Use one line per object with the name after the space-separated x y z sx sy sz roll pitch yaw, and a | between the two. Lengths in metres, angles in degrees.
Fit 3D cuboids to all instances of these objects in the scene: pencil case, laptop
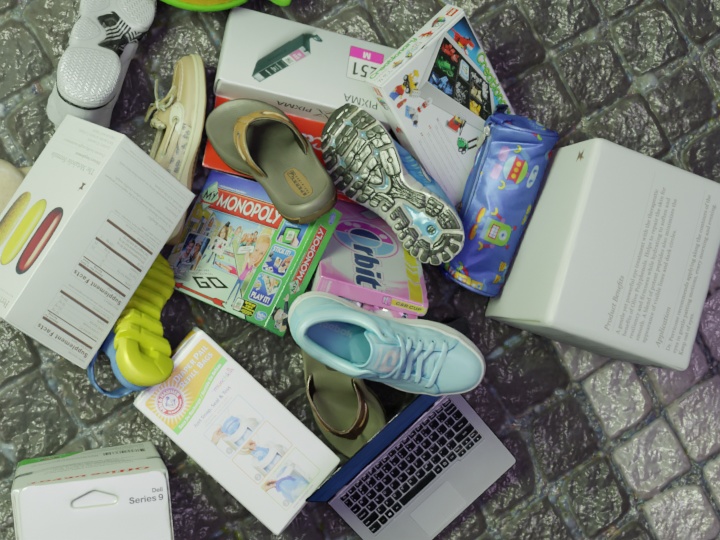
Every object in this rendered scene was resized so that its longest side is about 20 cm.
0.145 -0.074 1.359 0.086 0.078 0.202 13 104 -23 | pencil case
0.059 0.218 1.313 0.187 0.116 0.200 -41 111 -1 | laptop

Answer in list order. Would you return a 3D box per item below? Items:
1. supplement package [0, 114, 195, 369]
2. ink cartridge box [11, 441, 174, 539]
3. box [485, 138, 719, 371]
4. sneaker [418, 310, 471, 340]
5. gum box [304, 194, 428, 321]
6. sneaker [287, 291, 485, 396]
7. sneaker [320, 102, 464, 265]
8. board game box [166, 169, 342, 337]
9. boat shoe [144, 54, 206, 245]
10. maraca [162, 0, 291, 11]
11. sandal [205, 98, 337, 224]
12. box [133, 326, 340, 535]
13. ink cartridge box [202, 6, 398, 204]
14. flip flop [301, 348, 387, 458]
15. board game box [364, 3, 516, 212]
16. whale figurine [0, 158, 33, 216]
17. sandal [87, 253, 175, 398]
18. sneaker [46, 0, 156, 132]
-0.273 -0.029 1.207 0.109 0.113 0.201 41 76 -44 | supplement package
-0.263 0.229 1.228 0.144 0.200 0.085 -6 91 -13 | ink cartridge box
0.263 -0.015 1.357 0.169 0.200 0.202 18 86 -14 | box
0.033 0.073 1.374 0.198 0.074 0.086 13 80 -21 | sneaker
0.000 0.000 1.294 0.112 0.201 0.067 14 119 -12 | gum box
0.025 0.081 1.176 0.197 0.082 0.075 15 106 -5 | sneaker
0.035 -0.088 1.314 0.078 0.090 0.201 -41 83 14 | sneaker
-0.117 -0.022 1.277 0.029 0.199 0.136 31 81 -42 | board game box
-0.203 -0.130 1.316 0.062 0.073 0.203 10 87 -15 | boat shoe
-0.149 -0.336 1.317 0.197 0.107 0.139 -1 80 -19 | maraca
-0.092 -0.119 1.233 0.081 0.200 0.055 -33 139 -6 | sandal
-0.131 0.162 1.305 0.200 0.112 0.102 44 82 -8 | box
-0.060 -0.175 1.342 0.197 0.044 0.176 13 67 -12 | ink cartridge box
-0.021 0.135 1.314 0.080 0.058 0.202 -1 134 11 | flip flop
0.099 -0.168 1.359 0.126 0.035 0.201 -42 128 -12 | board game box
-0.359 -0.035 1.279 0.199 0.103 0.161 28 82 -36 | whale figurine
-0.238 0.049 1.267 0.079 0.202 0.087 31 125 -29 | sandal
-0.274 -0.217 1.304 0.074 0.115 0.202 23 50 -12 | sneaker
